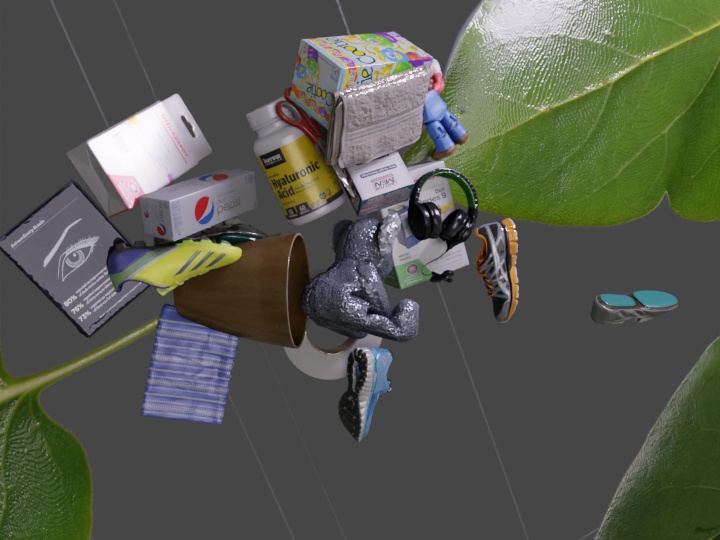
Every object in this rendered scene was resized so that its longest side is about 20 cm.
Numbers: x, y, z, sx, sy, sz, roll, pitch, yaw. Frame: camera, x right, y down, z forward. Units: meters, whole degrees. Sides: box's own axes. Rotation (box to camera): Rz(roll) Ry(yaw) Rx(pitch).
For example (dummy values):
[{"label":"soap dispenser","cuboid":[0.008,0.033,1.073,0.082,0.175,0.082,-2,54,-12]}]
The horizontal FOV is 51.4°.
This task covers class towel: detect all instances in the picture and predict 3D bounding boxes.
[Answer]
[{"label":"towel","cuboid":[-0.289,0.164,1.292,0.144,0.024,0.201,11,94,-20]},{"label":"towel","cuboid":[0.031,-0.240,1.176,0.199,0.034,0.133,-27,142,-32]}]

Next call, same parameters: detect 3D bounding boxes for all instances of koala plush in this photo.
[{"label":"koala plush","cuboid":[0.000,0.000,1.245,0.183,0.177,0.201,24,74,-39]}]

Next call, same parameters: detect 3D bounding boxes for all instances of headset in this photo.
[{"label":"headset","cuboid":[0.144,-0.078,1.279,0.123,0.094,0.202,12,82,-19]}]

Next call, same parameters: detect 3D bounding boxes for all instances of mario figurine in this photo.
[{"label":"mario figurine","cuboid":[0.109,-0.301,1.345,0.106,0.124,0.201,-24,110,28]}]

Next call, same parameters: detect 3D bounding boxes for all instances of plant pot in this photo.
[{"label":"plant pot","cuboid":[-0.196,0.031,1.229,0.198,0.186,0.188,1,98,8]}]

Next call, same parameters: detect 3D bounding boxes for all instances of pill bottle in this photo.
[{"label":"pill bottle","cuboid":[-0.112,-0.186,1.257,0.111,0.111,0.201,-29,105,-13]}]

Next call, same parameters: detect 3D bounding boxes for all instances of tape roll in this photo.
[{"label":"tape roll","cuboid":[-0.052,0.096,1.358,0.201,0.037,0.204,-3,99,-18]}]

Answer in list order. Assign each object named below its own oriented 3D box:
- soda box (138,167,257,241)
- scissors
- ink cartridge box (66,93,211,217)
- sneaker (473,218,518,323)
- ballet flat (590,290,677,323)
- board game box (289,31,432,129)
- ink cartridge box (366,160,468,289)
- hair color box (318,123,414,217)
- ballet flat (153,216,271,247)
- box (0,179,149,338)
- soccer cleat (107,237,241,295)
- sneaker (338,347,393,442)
[{"label":"soda box","cuboid":[-0.251,-0.109,1.182,0.200,0.068,0.064,-31,126,-52]},{"label":"scissors","cuboid":[-0.061,-0.211,1.214,0.200,0.014,0.073,47,45,-11]},{"label":"ink cartridge box","cuboid":[-0.339,-0.184,1.174,0.200,0.067,0.117,-46,114,-43]},{"label":"sneaker","cuboid":[0.259,0.002,1.440,0.077,0.078,0.202,-4,96,-5]},{"label":"ballet flat","cuboid":[0.569,0.081,1.568,0.199,0.068,0.064,-1,125,-18]},{"label":"board game box","cuboid":[0.002,-0.309,1.200,0.199,0.105,0.103,-20,140,-39]},{"label":"ink cartridge box","cuboid":[0.096,-0.085,1.358,0.144,0.087,0.201,-18,101,-15]},{"label":"hair color box","cuboid":[0.002,-0.199,1.268,0.099,0.061,0.201,-19,69,-17]},{"label":"ballet flat","cuboid":[-0.246,-0.068,1.254,0.199,0.072,0.073,-3,99,-20]},{"label":"box","cuboid":[-0.437,-0.021,1.170,0.148,0.104,0.200,-41,108,-10]},{"label":"soccer cleat","cuboid":[-0.280,-0.005,1.136,0.199,0.065,0.084,-5,87,-13]},{"label":"sneaker","cuboid":[0.021,0.228,1.364,0.089,0.078,0.201,-8,124,-33]}]
